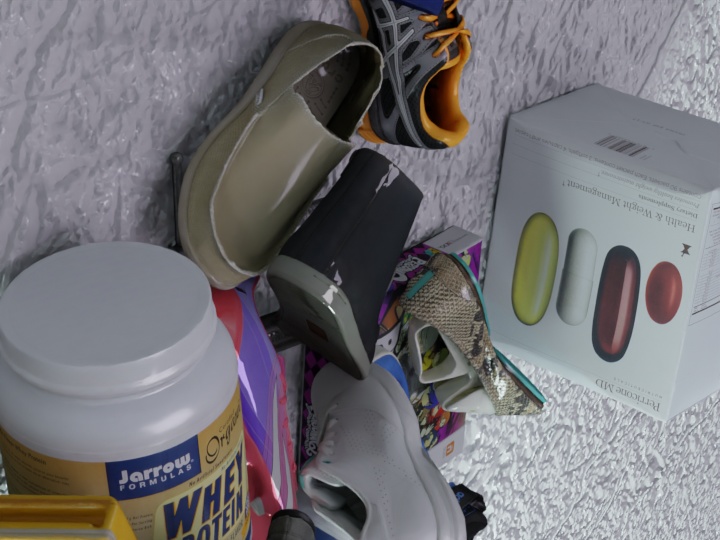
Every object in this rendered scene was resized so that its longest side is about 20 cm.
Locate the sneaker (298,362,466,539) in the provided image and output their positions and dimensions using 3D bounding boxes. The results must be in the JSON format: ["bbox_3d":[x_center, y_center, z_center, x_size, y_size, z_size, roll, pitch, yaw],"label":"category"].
[{"bbox_3d":[-0.006,0.126,1.325,0.088,0.200,0.075,-2,123,-24],"label":"sneaker"}]

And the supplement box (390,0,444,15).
[{"bbox_3d":[0.013,-0.273,1.216,0.109,0.109,0.200,10,102,-58],"label":"supplement box"}]

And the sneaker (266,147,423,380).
[{"bbox_3d":[0.000,0.000,1.291,0.106,0.075,0.200,-55,170,-13],"label":"sneaker"}]

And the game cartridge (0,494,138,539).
[{"bbox_3d":[-0.191,0.195,1.147,0.200,0.176,0.032,71,24,-49],"label":"game cartridge"}]

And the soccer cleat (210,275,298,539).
[{"bbox_3d":[-0.068,0.099,1.289,0.076,0.067,0.200,-27,104,-38],"label":"soccer cleat"}]

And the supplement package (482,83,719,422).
[{"bbox_3d":[0.220,-0.019,1.613,0.147,0.191,0.200,-23,127,-48],"label":"supplement package"}]

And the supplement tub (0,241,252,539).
[{"bbox_3d":[-0.141,0.098,1.182,0.144,0.144,0.200,-38,138,-39],"label":"supplement tub"}]

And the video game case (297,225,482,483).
[{"bbox_3d":[0.022,0.086,1.526,0.181,0.036,0.200,-28,131,-46],"label":"video game case"}]

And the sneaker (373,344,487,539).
[{"bbox_3d":[0.042,0.150,1.457,0.077,0.111,0.200,-35,136,-37],"label":"sneaker"}]

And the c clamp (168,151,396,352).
[{"bbox_3d":[-0.047,-0.014,1.334,0.200,0.027,0.171,-14,125,-37],"label":"c clamp"}]

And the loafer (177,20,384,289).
[{"bbox_3d":[-0.048,-0.079,1.250,0.076,0.068,0.200,40,63,-31],"label":"loafer"}]

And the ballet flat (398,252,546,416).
[{"bbox_3d":[0.076,0.064,1.511,0.075,0.068,0.200,-39,138,-5],"label":"ballet flat"}]

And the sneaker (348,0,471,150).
[{"bbox_3d":[0.039,-0.171,1.352,0.078,0.077,0.200,-37,136,-38],"label":"sneaker"}]

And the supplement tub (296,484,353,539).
[{"bbox_3d":[-0.067,0.256,1.379,0.200,0.144,0.144,-59,148,-14],"label":"supplement tub"}]

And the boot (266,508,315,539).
[{"bbox_3d":[-0.055,0.193,1.196,0.200,0.068,0.131,92,6,-48],"label":"boot"}]
